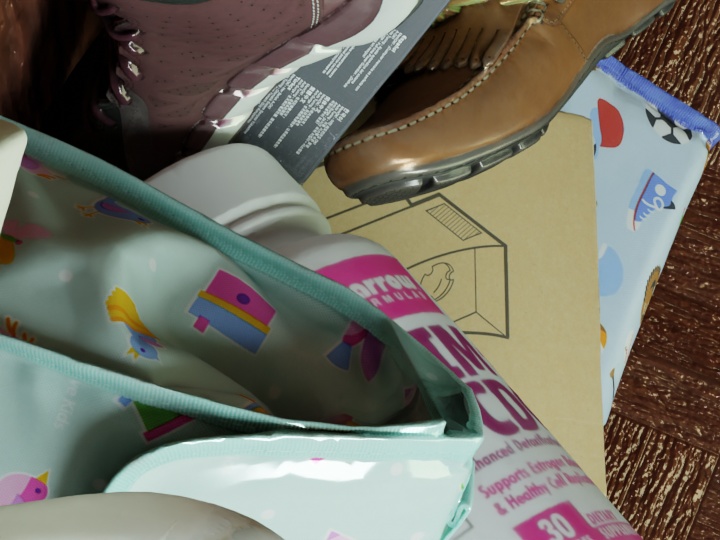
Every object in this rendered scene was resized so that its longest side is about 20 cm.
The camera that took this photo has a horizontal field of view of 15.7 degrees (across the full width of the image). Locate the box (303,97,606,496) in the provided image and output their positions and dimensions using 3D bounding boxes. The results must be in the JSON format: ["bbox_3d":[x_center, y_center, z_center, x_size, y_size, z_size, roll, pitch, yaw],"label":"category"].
[{"bbox_3d":[0.000,0.000,0.968,0.021,0.200,0.164,-36,-132,55],"label":"box"}]

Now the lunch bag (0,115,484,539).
[{"bbox_3d":[-0.077,0.068,0.731,0.122,0.200,0.170,-56,168,-58],"label":"lunch bag"}]

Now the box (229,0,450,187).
[{"bbox_3d":[0.026,-0.145,0.911,0.200,0.049,0.161,-51,-169,31],"label":"box"}]

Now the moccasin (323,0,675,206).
[{"bbox_3d":[0.050,-0.090,0.968,0.074,0.078,0.201,-11,-156,50],"label":"moccasin"}]

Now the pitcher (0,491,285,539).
[{"bbox_3d":[-0.109,0.091,0.547,0.121,0.200,0.172,-57,168,-60],"label":"pitcher"}]

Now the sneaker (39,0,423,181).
[{"bbox_3d":[-0.076,-0.088,0.834,0.200,0.115,0.076,-35,-125,42],"label":"sneaker"}]

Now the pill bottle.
[{"bbox_3d":[-0.006,0.061,0.833,0.113,0.200,0.113,-35,158,-16],"label":"pill bottle"}]

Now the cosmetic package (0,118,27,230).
[{"bbox_3d":[-0.144,0.010,0.442,0.200,0.105,0.071,-44,156,-69],"label":"cosmetic package"}]

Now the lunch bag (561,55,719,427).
[{"bbox_3d":[0.047,0.013,1.129,0.200,0.124,0.170,-36,-156,56],"label":"lunch bag"}]
